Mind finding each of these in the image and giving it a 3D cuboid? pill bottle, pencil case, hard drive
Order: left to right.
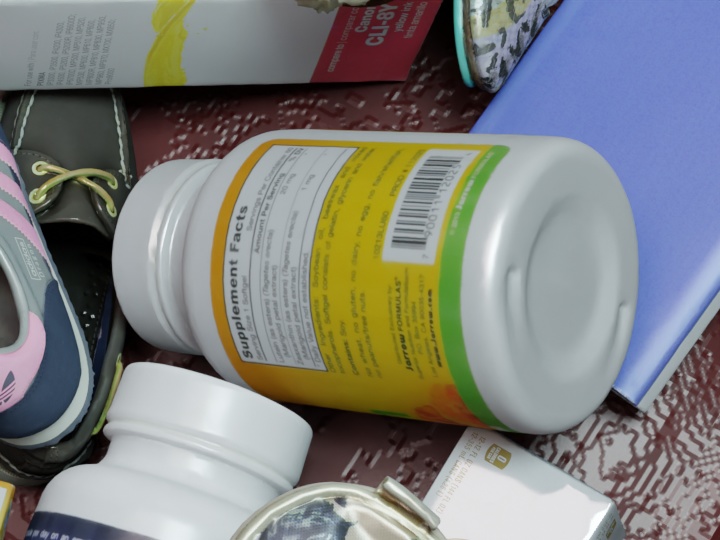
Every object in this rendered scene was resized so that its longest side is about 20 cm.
[{"bbox_3d":[-0.087,0.144,0.798,0.110,0.111,0.201,13,74,17],"label":"pill bottle"},{"bbox_3d":[-0.004,0.125,0.671,0.077,0.200,0.090,25,73,8],"label":"pencil case"},{"bbox_3d":[0.000,0.000,0.811,0.199,0.111,0.112,5,70,37],"label":"pill bottle"},{"bbox_3d":[0.123,-0.060,0.850,0.132,0.025,0.200,36,90,27],"label":"hard drive"}]

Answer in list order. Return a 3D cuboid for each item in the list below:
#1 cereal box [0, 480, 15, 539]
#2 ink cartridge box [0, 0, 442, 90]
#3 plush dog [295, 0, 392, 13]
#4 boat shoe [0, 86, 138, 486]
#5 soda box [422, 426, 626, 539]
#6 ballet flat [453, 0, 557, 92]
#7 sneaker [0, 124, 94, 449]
[{"bbox_3d":[-0.180,0.191,0.758,0.039,0.144,0.201,17,55,-9],"label":"cereal box"},{"bbox_3d":[-0.076,-0.161,0.882,0.199,0.083,0.146,-4,69,-15],"label":"ink cartridge box"},{"bbox_3d":[-0.015,-0.222,0.806,0.171,0.161,0.200,20,58,31],"label":"plush dog"},{"bbox_3d":[-0.127,-0.010,0.878,0.071,0.061,0.202,9,74,-23],"label":"boat shoe"},{"bbox_3d":[0.025,0.164,0.792,0.068,0.064,0.201,28,80,20],"label":"soda box"},{"bbox_3d":[0.071,-0.169,0.886,0.072,0.072,0.201,-7,58,10],"label":"ballet flat"},{"bbox_3d":[-0.170,-0.026,0.811,0.070,0.082,0.201,-33,72,1],"label":"sneaker"}]
